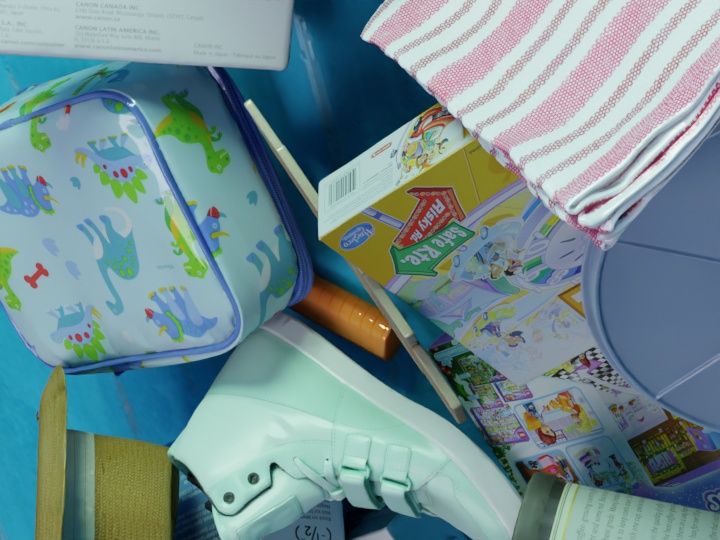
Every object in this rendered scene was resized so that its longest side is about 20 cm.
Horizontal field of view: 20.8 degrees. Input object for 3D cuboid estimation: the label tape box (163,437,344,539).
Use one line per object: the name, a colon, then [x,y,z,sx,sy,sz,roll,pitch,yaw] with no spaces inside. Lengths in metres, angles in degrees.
label tape box: [-0.069,0.189,1.113,0.143,0.066,0.202,-31,59,49]

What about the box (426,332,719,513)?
box: [0.138,0.062,0.928,0.199,0.039,0.138,-22,103,49]

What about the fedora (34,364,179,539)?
fedora: [-0.138,0.147,1.068,0.081,0.202,0.202,2,133,-9]

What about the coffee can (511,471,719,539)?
coffee can: [0.160,0.181,0.869,0.198,0.147,0.147,10,129,11]

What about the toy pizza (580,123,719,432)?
toy pizza: [0.187,-0.005,0.781,0.198,0.032,0.201,1,134,1]

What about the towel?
towel: [0.082,-0.109,0.730,0.030,0.147,0.200,32,-170,-37]

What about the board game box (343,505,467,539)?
board game box: [0.038,0.233,1.145,0.151,0.047,0.201,-27,99,50]

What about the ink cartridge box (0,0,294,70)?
ink cartridge box: [-0.105,-0.195,0.892,0.160,0.050,0.202,3,114,-8]

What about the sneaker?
sneaker: [-0.008,0.118,1.011,0.200,0.118,0.074,32,163,28]

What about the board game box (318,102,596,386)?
board game box: [0.099,-0.037,0.798,0.199,0.034,0.134,-32,130,31]

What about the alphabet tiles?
alphabet tiles: [0.000,0.000,0.927,0.167,0.006,0.200,55,179,8]

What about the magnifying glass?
magnifying glass: [-0.062,-0.003,1.076,0.199,0.022,0.080,26,134,25]

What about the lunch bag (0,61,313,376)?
lunch bag: [-0.126,-0.026,1.043,0.199,0.082,0.162,-11,109,47]
